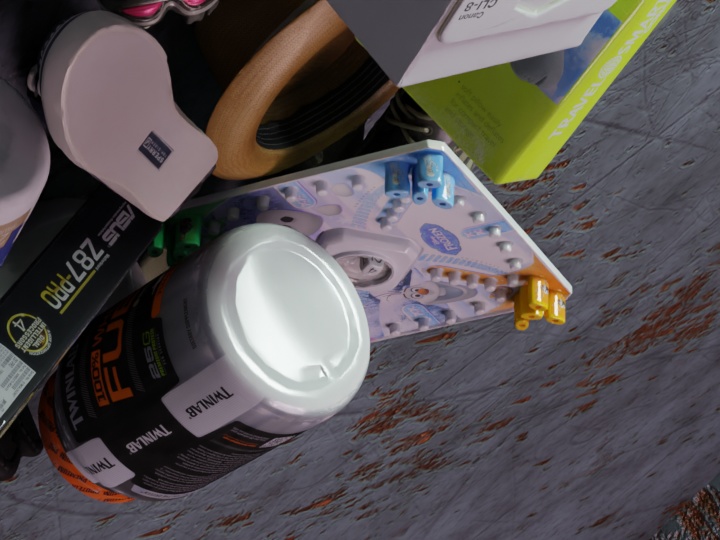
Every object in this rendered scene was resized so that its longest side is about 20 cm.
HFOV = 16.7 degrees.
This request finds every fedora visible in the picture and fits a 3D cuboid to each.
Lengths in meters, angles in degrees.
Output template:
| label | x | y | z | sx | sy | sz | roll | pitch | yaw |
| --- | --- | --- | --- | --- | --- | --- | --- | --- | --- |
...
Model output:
| label | x | y | z | sx | sy | sz | roll | pitch | yaw |
| --- | --- | --- | --- | --- | --- | --- | --- | --- | --- |
| fedora | -0.029 | -0.139 | 1.399 | 0.201 | 0.082 | 0.201 | -39 | 164 | -14 |

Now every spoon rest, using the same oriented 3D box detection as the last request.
| label | x | y | z | sx | sy | sz | roll | pitch | yaw |
| --- | --- | --- | --- | --- | --- | --- | --- | --- | --- |
| spoon rest | -0.173 | 0.005 | 1.505 | 0.099 | 0.061 | 0.200 | -38 | 162 | 6 |

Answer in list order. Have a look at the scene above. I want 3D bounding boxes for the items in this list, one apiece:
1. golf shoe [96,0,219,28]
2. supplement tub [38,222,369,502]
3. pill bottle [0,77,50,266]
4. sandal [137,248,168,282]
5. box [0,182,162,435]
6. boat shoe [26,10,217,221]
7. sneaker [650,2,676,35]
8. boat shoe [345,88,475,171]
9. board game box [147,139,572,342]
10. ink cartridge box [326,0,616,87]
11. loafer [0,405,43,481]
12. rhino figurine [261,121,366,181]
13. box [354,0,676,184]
| label | x | y | z | sx | sy | sz | roll | pitch | yaw |
| --- | --- | --- | --- | --- | --- | --- | --- | --- | --- |
| golf shoe | -0.050 | -0.191 | 1.254 | 0.200 | 0.077 | 0.088 | -28 | 152 | -28 |
| supplement tub | -0.098 | 0.062 | 1.445 | 0.123 | 0.123 | 0.200 | -17 | 170 | -46 |
| pill bottle | -0.244 | -0.010 | 1.263 | 0.111 | 0.111 | 0.200 | -19 | 154 | -43 |
| sandal | -0.066 | 0.006 | 1.570 | 0.201 | 0.057 | 0.080 | 0 | 163 | 38 |
| box | -0.201 | 0.058 | 1.349 | 0.161 | 0.049 | 0.200 | -46 | -173 | 40 |
| boat shoe | -0.145 | -0.094 | 1.271 | 0.075 | 0.093 | 0.200 | -50 | 159 | -10 |
| sneaker | 0.117 | -0.158 | 1.409 | 0.200 | 0.075 | 0.079 | -35 | 154 | -22 |
| boat shoe | 0.043 | -0.095 | 1.505 | 0.200 | 0.074 | 0.073 | -45 | 145 | -11 |
| board game box | 0.000 | 0.000 | 1.482 | 0.200 | 0.026 | 0.200 | -13 | 148 | 24 |
| ink cartridge box | 0.039 | -0.212 | 1.166 | 0.145 | 0.200 | 0.145 | -18 | 153 | -45 |
| loafer | -0.248 | 0.097 | 1.527 | 0.071 | 0.073 | 0.200 | -21 | -178 | 1 |
| rhino figurine | -0.035 | -0.066 | 1.581 | 0.087 | 0.060 | 0.200 | -56 | 172 | -27 |
| box | 0.099 | -0.157 | 1.286 | 0.048 | 0.122 | 0.200 | -13 | 145 | -56 |
